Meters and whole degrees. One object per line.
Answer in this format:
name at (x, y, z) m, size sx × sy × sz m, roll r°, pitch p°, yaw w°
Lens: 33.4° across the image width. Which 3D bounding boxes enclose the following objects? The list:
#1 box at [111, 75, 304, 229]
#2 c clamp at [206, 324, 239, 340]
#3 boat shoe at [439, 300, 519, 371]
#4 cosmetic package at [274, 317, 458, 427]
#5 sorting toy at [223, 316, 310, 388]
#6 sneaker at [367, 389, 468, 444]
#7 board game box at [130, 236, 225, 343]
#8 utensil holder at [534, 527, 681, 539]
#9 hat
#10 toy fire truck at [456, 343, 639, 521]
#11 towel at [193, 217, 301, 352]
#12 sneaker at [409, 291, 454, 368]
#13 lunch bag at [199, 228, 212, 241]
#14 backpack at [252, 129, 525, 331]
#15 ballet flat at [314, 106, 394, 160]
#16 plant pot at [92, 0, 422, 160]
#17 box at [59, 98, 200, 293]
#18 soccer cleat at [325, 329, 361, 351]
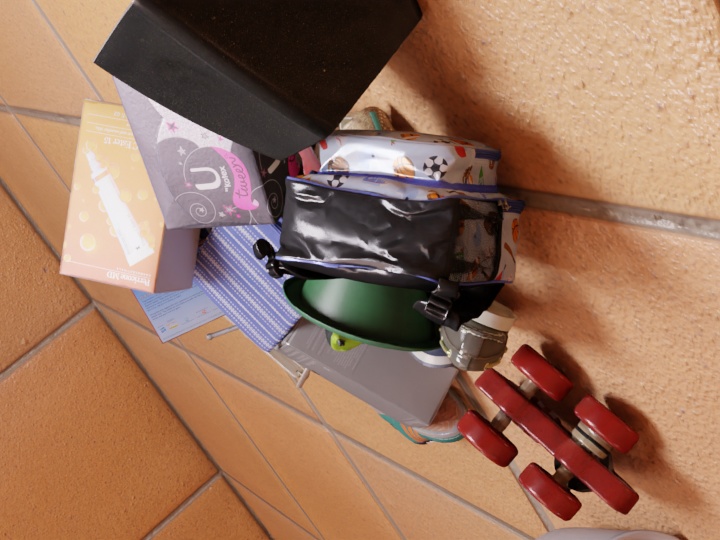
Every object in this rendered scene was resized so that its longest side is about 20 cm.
box at (-0.146, -0.153, 1.199) m, size 0.132 × 0.115 × 0.200 m, roll -2°, pitch 123°, yaw 23°
c clamp at (-0.127, -0.017, 1.445) m, size 0.027 × 0.171 × 0.200 m, roll -115°, pitch 10°, yaw -59°
boat shoe at (0.109, 0.056, 1.139) m, size 0.072 × 0.060 × 0.202 m, roll 22°, pitch -176°, yaw 5°
cosmetic package at (0.006, 0.108, 1.450) m, size 0.200 × 0.090 × 0.107 m, roll 33°, pitch 166°, yaw -5°
sorting toy at (-0.101, 0.022, 1.570) m, size 0.200 × 0.107 × 0.180 m, roll 40°, pitch 142°, yaw 7°
sneaker at (0.090, 0.189, 1.552) m, size 0.080 × 0.071 × 0.200 m, roll 45°, pitch 165°, yaw -28°
board game box at (-0.176, 0.006, 1.471) m, size 0.019 × 0.200 × 0.103 m, roll -115°, pitch 1°, yaw -58°
utensil holder at (0.274, 0.368, 1.326) m, size 0.170 × 0.170 × 0.200 m, roll 50°, pitch 164°, yaw -2°
hat at (0.022, -0.036, 1.142) m, size 0.166 × 0.200 × 0.176 m, roll 37°, pitch 114°, yaw 48°
toy fire truck at (0.204, 0.172, 1.221) m, size 0.200 × 0.112 × 0.168 m, roll 40°, pitch -176°, yaw 27°
towel at (-0.116, 0.001, 1.362) m, size 0.145 × 0.024 × 0.200 m, roll 45°, pitch 142°, yaw 3°
sneaker at (0.049, 0.030, 1.351) m, size 0.200 × 0.070 × 0.082 m, roll 33°, pitch 133°, yaw 43°
lunch bag at (-0.220, -0.102, 1.480) m, size 0.200 × 0.170 × 0.122 m, roll 52°, pitch -178°, yaw -7°
backpack at (0.044, -0.041, 1.009) m, size 0.200 × 0.154 × 0.190 m, roll 15°, pitch -179°, yaw 31°
ballet flat at (-0.009, -0.120, 1.189) m, size 0.200 × 0.070 × 0.065 m, roll -18°, pitch 85°, yaw 67°
plant pot at (-0.072, -0.204, 0.969) m, size 0.177 × 0.200 × 0.200 m, roll 40°, pitch 164°, yaw -14°
box at (-0.252, -0.084, 1.361) m, size 0.124 × 0.200 × 0.097 m, roll 11°, pitch -174°, yaw 16°
soccer cleat at (0.000, 0.000, 1.300) m, size 0.081 × 0.067 × 0.200 m, roll 58°, pitch 142°, yaw 43°
